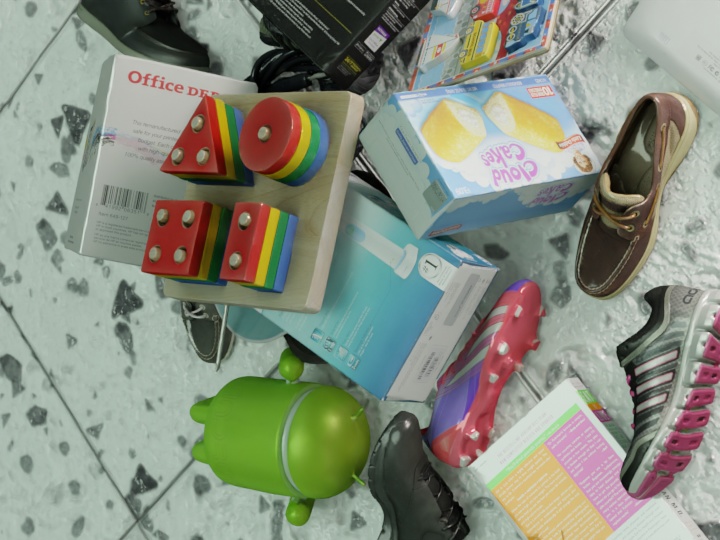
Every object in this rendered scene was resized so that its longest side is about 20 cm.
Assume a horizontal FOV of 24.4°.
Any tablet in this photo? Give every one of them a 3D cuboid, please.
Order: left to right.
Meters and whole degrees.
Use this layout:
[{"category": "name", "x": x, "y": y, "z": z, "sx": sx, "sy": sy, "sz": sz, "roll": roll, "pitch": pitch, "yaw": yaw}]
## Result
[{"category": "tablet", "x": 0.332, "y": -0.202, "z": 1.450, "sx": 0.200, "sy": 0.014, "sz": 0.130, "roll": 46, "pitch": 115, "yaw": 25}]

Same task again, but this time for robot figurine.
[{"category": "robot figurine", "x": -0.077, "y": 0.169, "z": 1.687, "sx": 0.200, "sy": 0.116, "sz": 0.176, "roll": 3, "pitch": 99, "yaw": 35}]

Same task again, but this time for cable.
[{"category": "cable", "x": -0.085, "y": -0.135, "z": 1.727, "sx": 0.200, "sy": 0.051, "sz": 0.163, "roll": -50, "pitch": 64, "yaw": 26}]

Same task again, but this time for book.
[{"category": "book", "x": 0.210, "y": 0.216, "z": 1.528, "sx": 0.134, "sy": 0.048, "sz": 0.200, "roll": -46, "pitch": 66, "yaw": 23}]

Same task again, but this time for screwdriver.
[{"category": "screwdriver", "x": -0.128, "y": 0.002, "z": 1.669, "sx": 0.029, "sy": 0.028, "sz": 0.200, "roll": 161, "pitch": 118, "yaw": -77}]

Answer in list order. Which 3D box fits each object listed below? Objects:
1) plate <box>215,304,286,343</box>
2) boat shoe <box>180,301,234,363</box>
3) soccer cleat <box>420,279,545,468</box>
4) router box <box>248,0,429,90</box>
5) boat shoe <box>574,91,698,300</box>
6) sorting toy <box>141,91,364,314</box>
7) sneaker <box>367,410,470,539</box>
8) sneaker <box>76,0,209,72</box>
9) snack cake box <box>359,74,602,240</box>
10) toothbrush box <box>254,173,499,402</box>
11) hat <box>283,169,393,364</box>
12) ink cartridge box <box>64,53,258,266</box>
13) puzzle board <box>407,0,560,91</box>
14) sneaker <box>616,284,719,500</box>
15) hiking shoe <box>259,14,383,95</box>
[{"category": "plate", "x": -0.087, "y": -0.026, "z": 1.669, "sx": 0.200, "sy": 0.026, "sz": 0.200, "roll": -11, "pitch": 76, "yaw": 49}, {"category": "boat shoe", "x": -0.173, "y": 0.001, "z": 1.789, "sx": 0.067, "sy": 0.057, "sz": 0.200, "roll": 2, "pitch": 92, "yaw": 36}, {"category": "soccer cleat", "x": 0.111, "y": 0.093, "z": 1.586, "sx": 0.076, "sy": 0.067, "sz": 0.200, "roll": 31, "pitch": 111, "yaw": 36}, {"category": "router box", "x": -0.032, "y": -0.290, "z": 1.609, "sx": 0.149, "sy": 0.051, "sz": 0.200, "roll": -46, "pitch": 58, "yaw": 4}, {"category": "boat shoe", "x": 0.233, "y": -0.067, "z": 1.487, "sx": 0.072, "sy": 0.072, "sz": 0.200, "roll": 34, "pitch": 110, "yaw": 30}, {"category": "sorting toy", "x": -0.108, "y": -0.071, "z": 1.504, "sx": 0.200, "sy": 0.070, "sz": 0.199, "roll": 4, "pitch": 79, "yaw": 45}, {"category": "sneaker", "x": 0.061, "y": 0.224, "z": 1.606, "sx": 0.091, "sy": 0.076, "sz": 0.200, "roll": 8, "pitch": 122, "yaw": 25}, {"category": "sneaker", "x": -0.228, "y": -0.289, "z": 1.811, "sx": 0.200, "sy": 0.075, "sz": 0.106, "roll": 34, "pitch": 112, "yaw": 31}, {"category": "snack cake box", "x": 0.111, "y": -0.103, "z": 1.492, "sx": 0.067, "sy": 0.200, "sz": 0.115, "roll": -49, "pitch": 64, "yaw": 43}, {"category": "toothbrush box", "x": 0.000, "y": 0.008, "z": 1.517, "sx": 0.200, "sy": 0.085, "sz": 0.147, "roll": 33, "pitch": 101, "yaw": 27}, {"category": "hat", "x": 0.000, "y": 0.000, "z": 1.644, "sx": 0.200, "sy": 0.081, "sz": 0.201, "roll": -11, "pitch": 76, "yaw": 48}, {"category": "ink cartridge box", "x": -0.201, "y": -0.103, "z": 1.669, "sx": 0.145, "sy": 0.147, "sz": 0.200, "roll": -169, "pitch": 90, "yaw": -74}, {"category": "puzzle board", "x": 0.120, "y": -0.251, "z": 1.525, "sx": 0.151, "sy": 0.017, "sz": 0.200, "roll": -16, "pitch": 43, "yaw": 35}, {"category": "sneaker", "x": 0.262, "y": 0.101, "z": 1.470, "sx": 0.087, "sy": 0.074, "sz": 0.200, "roll": 22, "pitch": 97, "yaw": 34}, {"category": "hiking shoe", "x": -0.048, "y": -0.244, "z": 1.685, "sx": 0.101, "sy": 0.076, "sz": 0.200, "roll": -37, "pitch": 60, "yaw": 25}]
